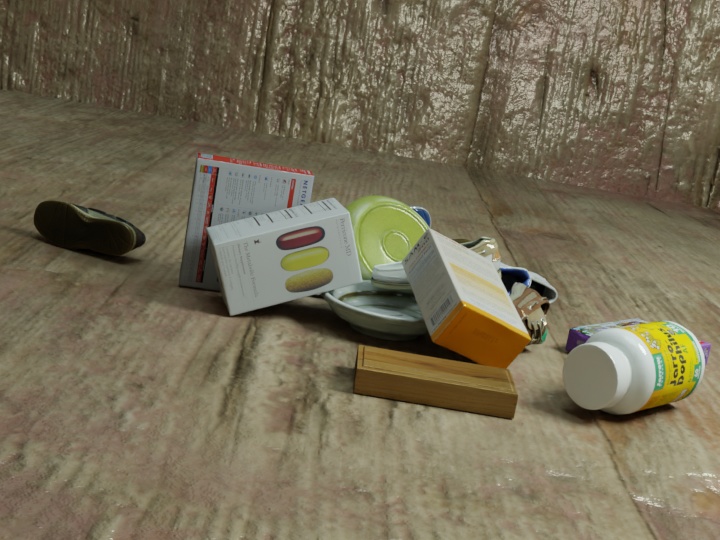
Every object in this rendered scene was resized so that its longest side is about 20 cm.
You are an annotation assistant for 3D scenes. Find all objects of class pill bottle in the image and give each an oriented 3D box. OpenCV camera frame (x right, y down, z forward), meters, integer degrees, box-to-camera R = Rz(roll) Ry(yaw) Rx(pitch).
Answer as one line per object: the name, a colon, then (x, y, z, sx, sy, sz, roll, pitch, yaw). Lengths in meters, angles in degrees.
pill bottle: (0.355, 0.128, 1.478, 0.200, 0.113, 0.113, -3, 18, -45)

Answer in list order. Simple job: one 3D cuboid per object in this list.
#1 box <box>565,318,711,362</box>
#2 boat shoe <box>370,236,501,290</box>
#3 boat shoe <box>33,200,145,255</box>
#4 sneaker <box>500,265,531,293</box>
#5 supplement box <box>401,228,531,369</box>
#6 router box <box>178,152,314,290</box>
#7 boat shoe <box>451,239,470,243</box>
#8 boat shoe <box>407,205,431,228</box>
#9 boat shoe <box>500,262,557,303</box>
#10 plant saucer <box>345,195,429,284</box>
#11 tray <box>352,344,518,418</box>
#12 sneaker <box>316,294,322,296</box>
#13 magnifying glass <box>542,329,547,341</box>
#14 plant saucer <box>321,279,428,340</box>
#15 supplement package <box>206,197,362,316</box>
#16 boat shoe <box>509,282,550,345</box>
box: (0.428, 0.118, 1.734, 0.200, 0.039, 0.137, -4, 18, -45)
boat shoe: (0.113, -0.013, 1.719, 0.199, 0.069, 0.075, -5, 17, -4)
boat shoe: (-0.441, -0.065, 1.837, 0.200, 0.073, 0.065, 19, 5, 23)
sneaker: (0.175, 0.023, 1.777, 0.200, 0.075, 0.088, -13, -5, -26)
supplement box: (0.145, 0.041, 1.586, 0.126, 0.074, 0.200, 27, 24, -26)
router box: (-0.175, -0.065, 1.722, 0.179, 0.201, 0.049, 9, 13, -9)
boat shoe: (0.100, -0.003, 1.926, 0.199, 0.065, 0.073, -11, 14, 0)
boat shoe: (0.022, -0.059, 1.897, 0.200, 0.072, 0.072, -22, 15, -17)
boat shoe: (0.253, 0.023, 1.929, 0.200, 0.074, 0.065, 3, 14, -32)
plant saucer: (0.052, -0.035, 1.808, 0.200, 0.200, 0.031, 1, -22, -33)
tray: (0.092, 0.137, 1.418, 0.199, 0.037, 0.099, 10, 13, -1)
sneaker: (0.000, 0.000, 1.812, 0.199, 0.090, 0.078, 6, 14, -18)
magnifying glass: (0.226, 0.077, 1.812, 0.079, 0.022, 0.200, 2, 17, -27)
plant saucer: (0.039, 0.064, 1.659, 0.200, 0.050, 0.200, 9, 13, -2)
supplement package: (-0.112, -0.023, 1.648, 0.200, 0.114, 0.110, -15, 18, -9)
boat shoe: (0.242, 0.076, 1.674, 0.072, 0.076, 0.200, 20, 29, 11)
